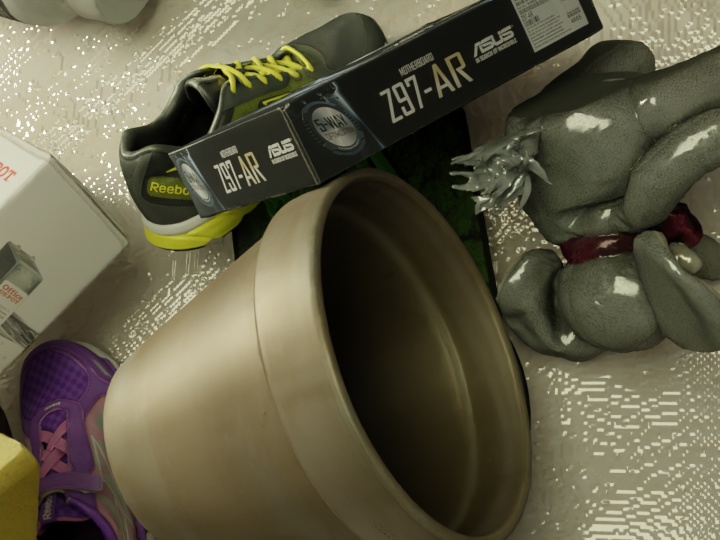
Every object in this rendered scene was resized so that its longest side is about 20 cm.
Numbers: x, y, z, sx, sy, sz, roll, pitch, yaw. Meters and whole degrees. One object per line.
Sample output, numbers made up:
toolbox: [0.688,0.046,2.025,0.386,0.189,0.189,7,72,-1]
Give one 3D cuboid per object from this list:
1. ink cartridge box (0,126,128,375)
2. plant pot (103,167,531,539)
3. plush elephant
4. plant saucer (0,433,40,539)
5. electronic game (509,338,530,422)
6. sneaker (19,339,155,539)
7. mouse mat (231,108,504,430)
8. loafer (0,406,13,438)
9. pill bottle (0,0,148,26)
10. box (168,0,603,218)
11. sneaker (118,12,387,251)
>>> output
ink cartridge box: [-0.258,0.009,0.908,0.200,0.085,0.146,-46,34,-13]
plant pot: [-0.032,0.071,0.771,0.173,0.200,0.200,-24,69,27]
plush elephant: [0.148,-0.027,0.804,0.200,0.155,0.165,-31,20,-30]
plant saucer: [-0.276,0.125,0.811,0.200,0.200,0.048,25,50,6]
electronic game: [0.002,0.090,0.872,0.199,0.042,0.201,-5,75,17]
sneaker: [-0.173,0.131,0.894,0.080,0.088,0.201,-21,69,14]
mouse mat: [0.000,0.000,0.884,0.161,0.008,0.200,-15,62,13]
loafer: [-0.300,0.141,0.939,0.200,0.073,0.071,-25,107,24]
pill bottle: [-0.240,-0.228,1.000,0.200,0.111,0.111,17,82,22]
box: [0.012,-0.098,0.816,0.200,0.160,0.044,-30,100,-25]
sneaker: [-0.062,-0.098,0.897,0.200,0.085,0.074,-45,47,-17]
